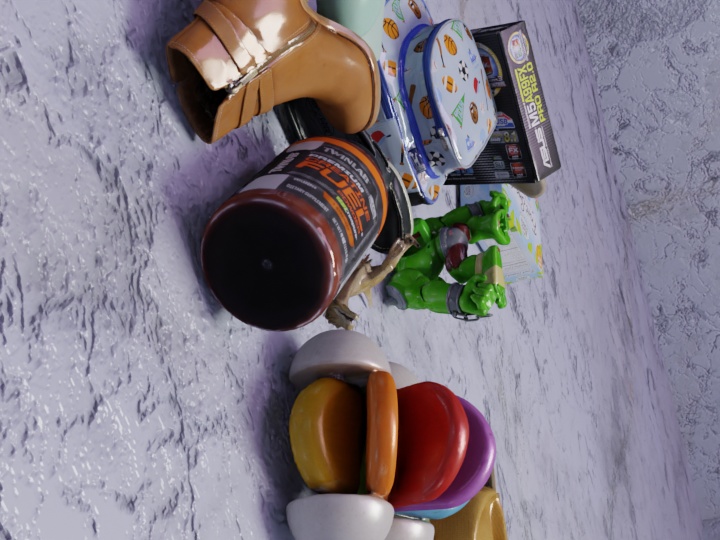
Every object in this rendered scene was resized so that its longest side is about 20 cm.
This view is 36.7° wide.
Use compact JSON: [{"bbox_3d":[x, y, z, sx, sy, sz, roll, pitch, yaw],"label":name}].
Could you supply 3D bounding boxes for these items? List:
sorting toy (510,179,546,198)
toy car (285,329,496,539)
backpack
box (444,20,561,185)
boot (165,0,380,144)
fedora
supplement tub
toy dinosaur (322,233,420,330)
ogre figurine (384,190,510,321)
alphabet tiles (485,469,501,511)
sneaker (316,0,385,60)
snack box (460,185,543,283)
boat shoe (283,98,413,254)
[{"bbox_3d":[0.128,-0.175,1.270,0.037,0.185,0.200,-47,151,-9],"label":"sorting toy"},{"bbox_3d":[0.031,0.144,0.870,0.200,0.149,0.176,43,41,-57],"label":"toy car"},{"bbox_3d":[0.039,-0.172,1.062,0.191,0.153,0.200,60,29,-19],"label":"backpack"},{"bbox_3d":[0.111,-0.174,1.172,0.044,0.199,0.161,-31,112,-35],"label":"box"},{"bbox_3d":[-0.062,-0.145,0.830,0.156,0.076,0.201,-53,148,-26],"label":"boot"},{"bbox_3d":[0.095,0.264,1.063,0.200,0.081,0.202,-11,90,-69],"label":"fedora"},{"bbox_3d":[-0.041,-0.040,0.840,0.200,0.106,0.108,-57,132,-62],"label":"supplement tub"},{"bbox_3d":[0.000,0.000,0.963,0.058,0.101,0.200,38,10,2],"label":"toy dinosaur"},{"bbox_3d":[0.093,-0.016,1.150,0.098,0.119,0.201,59,30,-49],"label":"ogre figurine"},{"bbox_3d":[0.149,0.305,1.193,0.200,0.006,0.168,81,4,-72],"label":"alphabet tiles"},{"bbox_3d":[-0.011,-0.254,0.958,0.201,0.073,0.119,-81,174,-48],"label":"sneaker"},{"bbox_3d":[0.198,-0.102,1.530,0.200,0.067,0.170,49,35,-50],"label":"snack box"},{"bbox_3d":[-0.013,-0.093,0.971,0.066,0.074,0.201,-69,140,-63],"label":"boat shoe"}]
